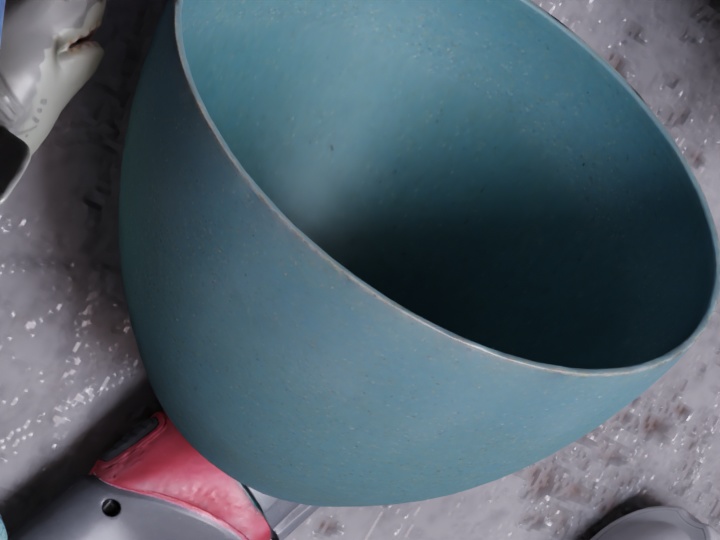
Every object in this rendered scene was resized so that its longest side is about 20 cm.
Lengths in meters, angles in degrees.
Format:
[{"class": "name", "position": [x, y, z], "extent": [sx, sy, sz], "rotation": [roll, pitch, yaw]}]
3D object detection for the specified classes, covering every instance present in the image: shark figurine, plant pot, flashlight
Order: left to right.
[{"class": "shark figurine", "position": [-0.155, -0.022, 0.746], "extent": [0.089, 0.215, 0.128], "rotation": [37, 124, -7]}, {"class": "flashlight", "position": [-0.103, 0.116, 0.886], "extent": [0.200, 0.068, 0.068], "rotation": [-41, 145, -13]}, {"class": "plant pot", "position": [0.000, 0.000, 0.835], "extent": [0.199, 0.201, 0.135], "rotation": [1, 137, -38]}]

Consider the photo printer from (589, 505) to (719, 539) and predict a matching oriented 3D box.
[{"class": "photo printer", "position": [0.103, 0.207, 1.093], "extent": [0.200, 0.069, 0.167], "rotation": [-40, 132, -14]}]

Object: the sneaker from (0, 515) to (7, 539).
[{"class": "sneaker", "position": [-0.201, 0.111, 0.790], "extent": [0.200, 0.086, 0.078], "rotation": [-33, 129, -19]}]

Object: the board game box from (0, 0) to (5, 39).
[{"class": "board game box", "position": [-0.169, -0.087, 0.667], "extent": [0.158, 0.201, 0.039], "rotation": [31, 131, -31]}]
